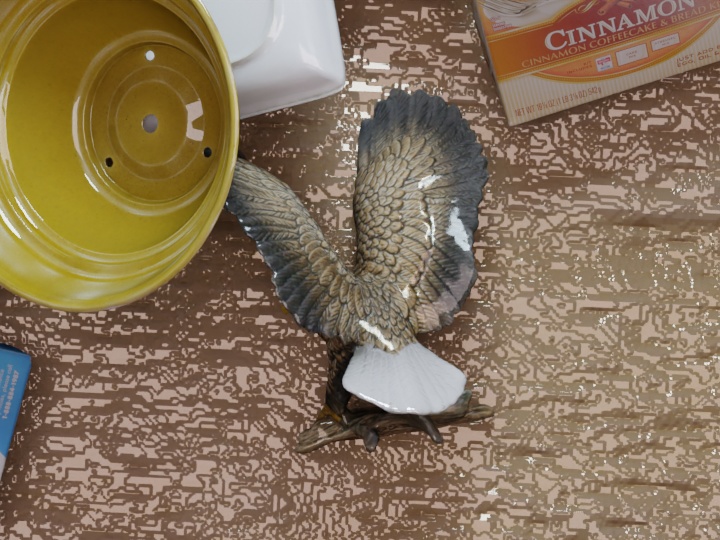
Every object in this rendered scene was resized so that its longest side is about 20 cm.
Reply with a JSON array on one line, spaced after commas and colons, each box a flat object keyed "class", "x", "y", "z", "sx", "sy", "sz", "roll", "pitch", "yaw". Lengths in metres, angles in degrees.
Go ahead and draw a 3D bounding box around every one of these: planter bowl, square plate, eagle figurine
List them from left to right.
[{"class": "planter bowl", "x": -0.132, "y": -0.079, "z": 1.403, "sx": 0.200, "sy": 0.083, "sz": 0.201, "roll": 1, "pitch": 93, "yaw": 28}, {"class": "square plate", "x": -0.113, "y": -0.174, "z": 1.463, "sx": 0.198, "sy": 0.028, "sz": 0.200, "roll": -14, "pitch": 79, "yaw": 25}, {"class": "eagle figurine", "x": -0.006, "y": 0.000, "z": 1.474, "sx": 0.151, "sy": 0.152, "sz": 0.200, "roll": -5, "pitch": 95, "yaw": 23}]

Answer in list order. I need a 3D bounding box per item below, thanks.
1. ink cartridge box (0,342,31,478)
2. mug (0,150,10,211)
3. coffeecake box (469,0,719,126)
[{"class": "ink cartridge box", "x": -0.302, "y": 0.077, "z": 1.482, "sx": 0.200, "sy": 0.067, "sz": 0.116, "roll": 15, "pitch": 91, "yaw": -17}, {"class": "mug", "x": -0.262, "y": -0.067, "z": 1.475, "sx": 0.153, "sy": 0.149, "sz": 0.187, "roll": 25, "pitch": 103, "yaw": -6}, {"class": "coffeecake box", "x": 0.128, "y": -0.196, "z": 1.437, "sx": 0.153, "sy": 0.073, "sz": 0.200, "roll": -17, "pitch": 133, "yaw": 2}]
